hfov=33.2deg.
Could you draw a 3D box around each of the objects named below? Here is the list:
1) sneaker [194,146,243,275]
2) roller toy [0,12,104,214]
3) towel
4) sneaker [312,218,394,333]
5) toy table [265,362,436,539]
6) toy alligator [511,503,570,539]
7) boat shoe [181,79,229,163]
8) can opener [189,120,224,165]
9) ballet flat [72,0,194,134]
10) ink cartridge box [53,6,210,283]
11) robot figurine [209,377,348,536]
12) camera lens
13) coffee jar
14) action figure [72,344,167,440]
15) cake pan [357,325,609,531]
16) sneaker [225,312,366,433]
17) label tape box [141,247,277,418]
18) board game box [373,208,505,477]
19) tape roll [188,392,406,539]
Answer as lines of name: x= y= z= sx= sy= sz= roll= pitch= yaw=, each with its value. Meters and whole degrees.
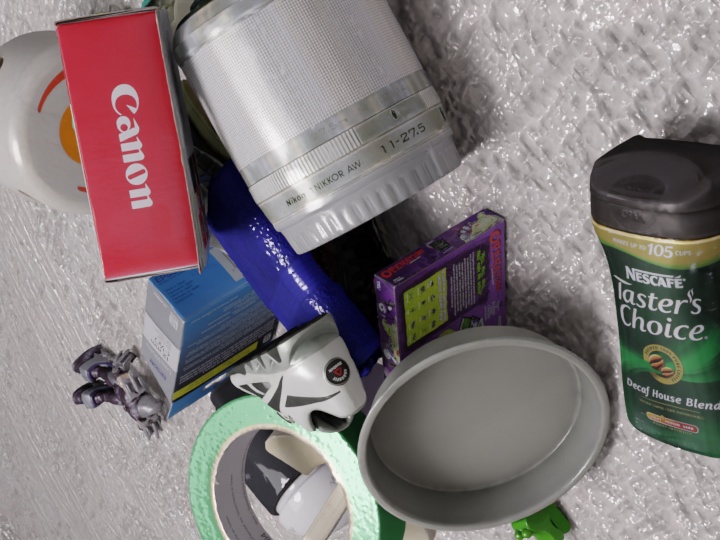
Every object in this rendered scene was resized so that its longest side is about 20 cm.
sneaker: x=-0.128 y=-0.055 z=1.135 sx=0.200 sy=0.075 sz=0.087 roll=46 pitch=-171 yaw=-32
roller toy: x=-0.306 y=-0.154 z=1.252 sx=0.140 sy=0.200 sz=0.182 roll=18 pitch=137 yaw=48
towel: x=-0.053 y=0.005 z=1.012 sx=0.200 sy=0.050 sz=0.148 roll=52 pitch=163 yaw=7
sneaker: x=0.000 y=0.000 z=1.066 sx=0.098 sy=0.071 sz=0.200 roll=32 pitch=143 yaw=37
toy table: x=0.004 y=0.175 z=1.132 sx=0.200 sy=0.184 sz=0.117 roll=40 pitch=132 yaw=16
toy alligator: x=0.143 y=0.207 z=1.061 sx=0.200 sy=0.054 sz=0.059 roll=58 pitch=150 yaw=1
boat shoe: x=-0.096 y=-0.116 z=1.121 sx=0.201 sy=0.063 sz=0.073 roll=49 pitch=-176 yaw=24
can opener: x=-0.167 y=-0.097 z=1.165 sx=0.053 sy=0.067 sz=0.200 roll=54 pitch=-178 yaw=35
ballet flat: x=-0.188 y=-0.191 z=1.057 sx=0.067 sy=0.200 sz=0.070 roll=36 pitch=146 yaw=-18
ink cartridge box: x=-0.175 y=-0.100 z=0.940 sx=0.176 sy=0.084 sz=0.200 roll=-123 pitch=24 yaw=-78
robot figurine: x=-0.072 y=0.188 z=1.290 sx=0.200 sy=0.150 sz=0.125 roll=47 pitch=114 yaw=20
camera lens: x=-0.034 y=-0.133 z=0.908 sx=0.200 sy=0.160 sz=0.160 roll=61 pitch=149 yaw=-5
coffee jar: x=0.209 y=0.014 z=0.766 sx=0.104 sy=0.085 sz=0.200 roll=16 pitch=129 yaw=49
action figure: x=-0.333 y=0.167 z=1.698 sx=0.200 sy=0.069 sz=0.130 roll=14 pitch=121 yaw=45
cake pan: x=0.094 y=0.122 z=0.946 sx=0.037 sy=0.200 sz=0.200 roll=-107 pitch=8 yaw=-54
sneaker: x=-0.048 y=0.092 z=0.953 sx=0.089 sy=0.074 sz=0.200 roll=57 pitch=164 yaw=-3
label tape box: x=-0.154 y=0.053 z=1.261 sx=0.066 sy=0.143 sz=0.200 roll=47 pitch=147 yaw=18
board game box: x=0.069 y=0.061 z=0.974 sx=0.032 sy=0.120 sz=0.200 roll=35 pitch=142 yaw=42
tape roll: x=-0.058 y=0.198 z=1.053 sx=0.200 sy=0.048 sz=0.201 roll=8 pitch=105 yaw=31
